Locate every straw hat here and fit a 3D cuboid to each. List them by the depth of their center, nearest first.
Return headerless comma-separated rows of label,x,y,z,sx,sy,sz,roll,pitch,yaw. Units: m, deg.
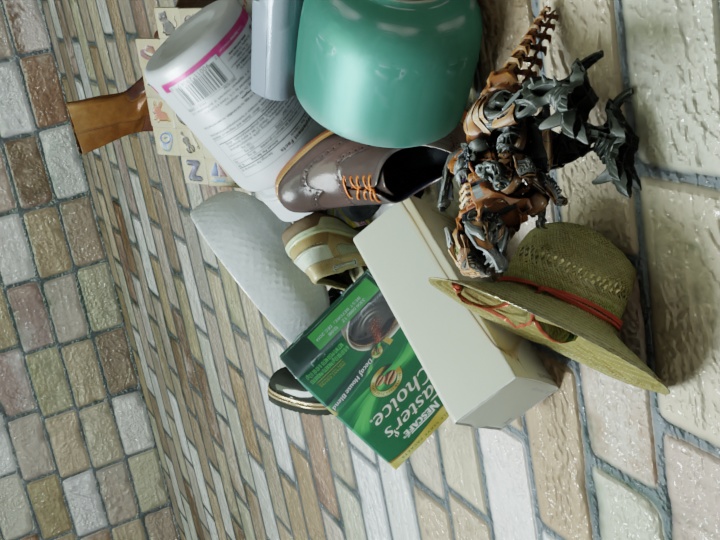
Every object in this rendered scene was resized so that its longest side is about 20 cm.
straw hat,0.154,0.011,0.790,0.086,0.200,0.201,-63,25,-5

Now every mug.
mug,0.017,-0.204,0.876,0.186,0.151,0.115,55,149,35

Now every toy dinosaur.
toy dinosaur,0.112,-0.096,0.738,0.135,0.102,0.202,-4,84,42

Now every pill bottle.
pill bottle,-0.103,-0.150,1.017,0.200,0.113,0.113,50,169,-27

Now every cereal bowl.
cereal bowl,-0.099,-0.014,1.186,0.201,0.083,0.200,51,179,1

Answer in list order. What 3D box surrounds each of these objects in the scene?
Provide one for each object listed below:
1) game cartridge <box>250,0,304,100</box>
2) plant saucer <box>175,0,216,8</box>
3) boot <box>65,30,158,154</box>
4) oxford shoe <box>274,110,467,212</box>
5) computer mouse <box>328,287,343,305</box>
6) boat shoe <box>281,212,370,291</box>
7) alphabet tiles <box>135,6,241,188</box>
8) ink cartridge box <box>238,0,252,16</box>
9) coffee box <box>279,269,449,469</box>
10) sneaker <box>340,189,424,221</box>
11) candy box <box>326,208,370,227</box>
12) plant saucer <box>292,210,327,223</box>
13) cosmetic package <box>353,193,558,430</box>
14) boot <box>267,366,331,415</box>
game cartridge,-0.035,-0.246,0.950,0.041,0.201,0.134,21,140,17
plant saucer,-0.161,-0.314,1.227,0.036,0.201,0.201,24,147,4
boot,-0.386,-0.296,1.725,0.069,0.198,0.189,56,154,34
oxford shoe,0.004,-0.090,0.942,0.071,0.198,0.073,57,-153,-27
computer mouse,-0.026,0.039,1.251,0.141,0.046,0.200,65,170,-18
boat shoe,0.000,0.000,1.046,0.072,0.199,0.077,-38,65,28
alphabet tiles,-0.167,-0.187,1.156,0.165,0.006,0.202,7,117,27
ink cartridge box,-0.070,-0.221,1.169,0.201,0.084,0.146,60,156,24
coffee box,0.022,0.102,1.036,0.044,0.123,0.200,42,174,47
sneaker,0.024,-0.095,1.069,0.201,0.059,0.105,104,147,-48
candy box,0.013,0.001,1.215,0.200,0.026,0.103,55,157,38
plant saucer,-0.095,-0.127,1.270,0.201,0.037,0.201,52,-172,-10
cosmetic package,0.084,0.038,0.948,0.103,0.073,0.201,19,-144,-58
boot,-0.013,0.078,1.140,0.078,0.198,0.140,-77,-21,-59
